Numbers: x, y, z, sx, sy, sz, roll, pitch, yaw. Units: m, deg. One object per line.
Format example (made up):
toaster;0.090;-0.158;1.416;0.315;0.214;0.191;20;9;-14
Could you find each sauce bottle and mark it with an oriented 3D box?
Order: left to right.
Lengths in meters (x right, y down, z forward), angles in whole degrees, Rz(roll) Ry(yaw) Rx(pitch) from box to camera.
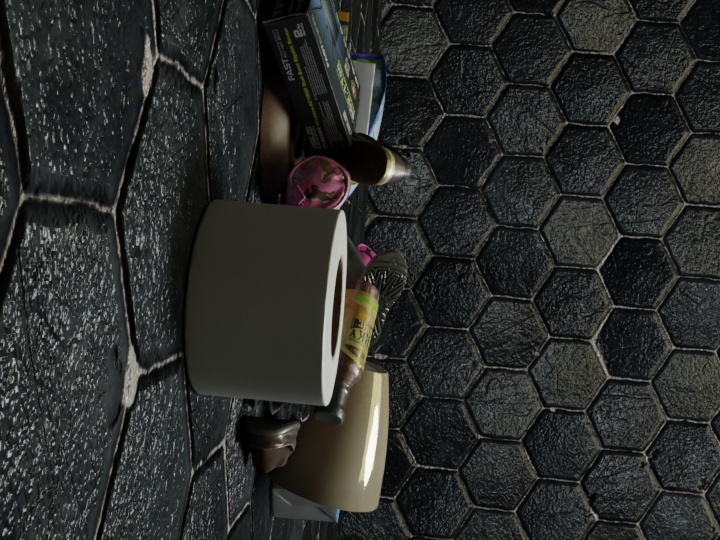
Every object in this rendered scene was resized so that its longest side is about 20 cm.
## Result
sauce bottle;-0.021;0.110;1.250;0.065;0.064;0.203;88;13;-59

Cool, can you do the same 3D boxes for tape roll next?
tape roll;-0.091;0.033;0.957;0.203;0.137;0.207;4;90;-86

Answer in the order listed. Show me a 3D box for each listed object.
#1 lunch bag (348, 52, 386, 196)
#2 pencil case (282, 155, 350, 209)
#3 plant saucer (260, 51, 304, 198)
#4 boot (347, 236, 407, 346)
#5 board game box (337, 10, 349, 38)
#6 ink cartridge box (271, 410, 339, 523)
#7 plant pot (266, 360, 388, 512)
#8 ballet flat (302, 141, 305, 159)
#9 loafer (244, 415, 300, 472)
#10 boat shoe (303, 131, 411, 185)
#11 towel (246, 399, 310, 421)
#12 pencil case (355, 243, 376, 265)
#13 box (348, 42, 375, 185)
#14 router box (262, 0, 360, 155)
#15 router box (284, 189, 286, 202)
lunch bag;-0.020;-0.256;1.632;0.171;0.125;0.203;107;-18;-58
pencil case;-0.068;-0.091;1.261;0.200;0.082;0.088;130;-16;-73
plant saucer;-0.102;-0.199;1.264;0.200;0.036;0.204;6;90;-86
boot;-0.002;-0.001;1.430;0.201;0.072;0.184;-107;-142;-55
board game box;-0.058;-0.291;1.436;0.200;0.056;0.169;151;-57;-83
ink cartridge box;-0.082;0.333;1.594;0.201;0.113;0.069;-79;173;-57
plant pot;-0.031;0.239;1.432;0.187;0.184;0.203;-15;123;-86
ballet flat;-0.082;-0.184;1.457;0.066;0.057;0.200;-43;180;-2
loafer;-0.117;0.240;1.264;0.200;0.072;0.072;74;22;-77
boat shoe;-0.006;-0.154;1.275;0.200;0.065;0.073;27;-79;50
towel;-0.102;0.075;1.243;0.166;0.084;0.203;-94;-169;-62
pencil case;-0.029;0.054;1.594;0.201;0.093;0.091;-50;-170;24
box;-0.012;-0.236;1.423;0.122;0.047;0.204;-140;-123;-84
router box;-0.058;-0.278;1.209;0.151;0.061;0.202;-82;158;-47
router box;-0.088;-0.069;1.480;0.200;0.050;0.152;18;79;-85
